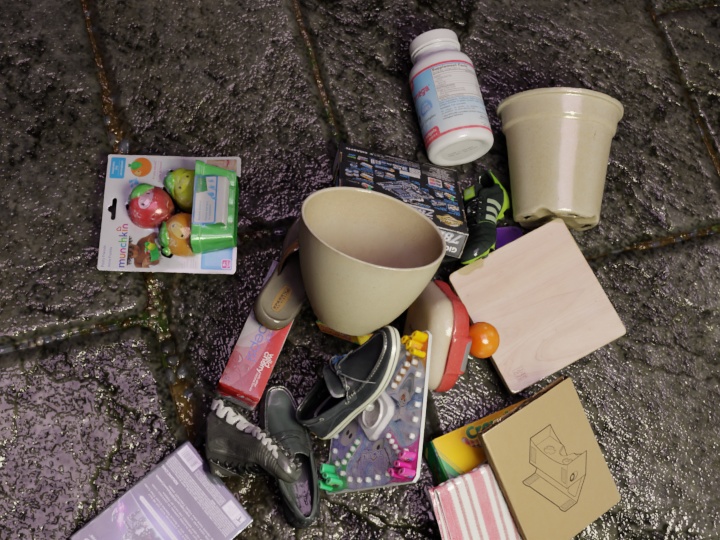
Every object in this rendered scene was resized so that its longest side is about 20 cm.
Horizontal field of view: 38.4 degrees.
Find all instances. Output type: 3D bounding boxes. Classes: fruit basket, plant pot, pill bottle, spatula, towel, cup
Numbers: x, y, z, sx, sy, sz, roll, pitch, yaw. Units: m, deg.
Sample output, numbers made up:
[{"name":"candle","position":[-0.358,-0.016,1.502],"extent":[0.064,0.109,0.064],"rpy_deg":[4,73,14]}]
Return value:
[{"name":"fruit basket","position":[-0.275,-0.087,1.496],"extent":[0.197,0.094,0.187],"rpy_deg":[4,68,-8]},{"name":"plant pot","position":[0.308,-0.164,1.619],"extent":[0.198,0.200,0.186],"rpy_deg":[7,78,-10]},{"name":"pill bottle","position":[0.139,-0.278,1.656],"extent":[0.107,0.109,0.202],"rpy_deg":[-7,70,-15]},{"name":"spatula","position":[0.172,-0.030,1.613],"extent":[0.198,0.021,0.057],"rpy_deg":[-14,60,-15]},{"name":"towel","position":[0.194,0.330,1.418],"extent":[0.198,0.030,0.148],"rpy_deg":[-19,99,-22]},{"name":"cup","position":[0.000,0.000,1.386],"extent":[0.198,0.144,0.201],"rpy_deg":[13,31,-8]}]

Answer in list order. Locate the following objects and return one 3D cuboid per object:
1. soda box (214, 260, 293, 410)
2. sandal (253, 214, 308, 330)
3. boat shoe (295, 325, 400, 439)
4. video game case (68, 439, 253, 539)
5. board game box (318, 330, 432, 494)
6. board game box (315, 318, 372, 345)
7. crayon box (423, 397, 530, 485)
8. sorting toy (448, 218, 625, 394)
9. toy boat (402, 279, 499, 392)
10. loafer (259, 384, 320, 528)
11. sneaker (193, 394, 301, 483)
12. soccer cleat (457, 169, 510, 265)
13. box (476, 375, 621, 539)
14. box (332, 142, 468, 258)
[{"name":"soda box","position":[-0.138,0.092,1.468],"extent":[0.063,0.070,0.202],"rpy_deg":[24,66,-5]},{"name":"sandal","position":[-0.088,-0.008,1.453],"extent":[0.081,0.055,0.201],"rpy_deg":[32,58,-1]},{"name":"boat shoe","position":[-0.017,0.150,1.390],"extent":[0.062,0.200,0.075],"rpy_deg":[25,29,-31]},{"name":"video game case","position":[-0.262,0.344,1.370],"extent":[0.199,0.019,0.143],"rpy_deg":[-39,81,-22]},{"name":"board game box","position":[0.015,0.193,1.398],"extent":[0.026,0.199,0.202],"rpy_deg":[22,63,-32]},{"name":"board game box","position":[0.030,0.024,1.526],"extent":[0.200,0.095,0.030],"rpy_deg":[-45,125,-25]},{"name":"crayon box","position":[0.202,0.267,1.484],"extent":[0.198,0.058,0.120],"rpy_deg":[-20,76,-19]},{"name":"sorting toy","position":[0.260,0.058,1.561],"extent":[0.198,0.070,0.200],"rpy_deg":[-26,78,-9]},{"name":"toy boat","position":[0.134,0.093,1.466],"extent":[0.129,0.200,0.132],"rpy_deg":[9,103,-12]},{"name":"loafer","position":[-0.093,0.250,1.416],"extent":[0.067,0.070,0.203],"rpy_deg":[-10,71,-16]},{"name":"sneaker","position":[-0.155,0.246,1.370],"extent":[0.199,0.066,0.091],"rpy_deg":[27,77,44]},{"name":"soccer cleat","position":[0.177,-0.081,1.575],"extent":[0.081,0.067,0.201],"rpy_deg":[56,34,-19]},{"name":"box","position":[0.262,0.270,1.419],"extent":[0.162,0.021,0.202],"rpy_deg":[-29,101,-22]},{"name":"box","position":[0.056,-0.109,1.548],"extent":[0.198,0.050,0.199],"rpy_deg":[13,33,-9]}]
